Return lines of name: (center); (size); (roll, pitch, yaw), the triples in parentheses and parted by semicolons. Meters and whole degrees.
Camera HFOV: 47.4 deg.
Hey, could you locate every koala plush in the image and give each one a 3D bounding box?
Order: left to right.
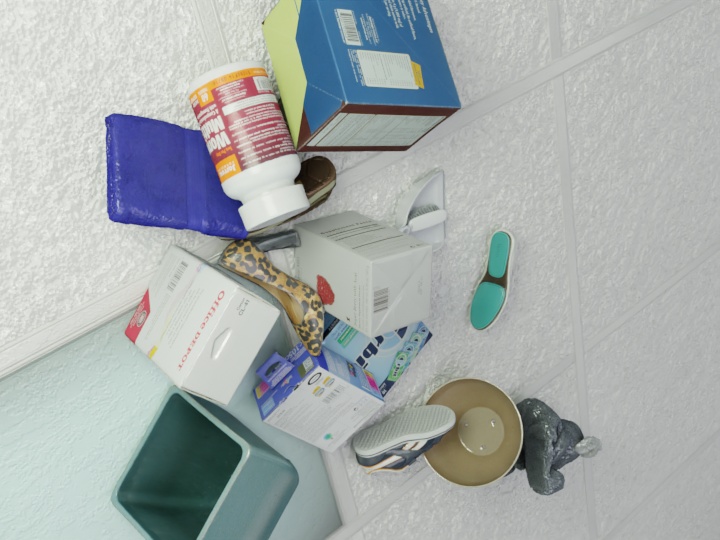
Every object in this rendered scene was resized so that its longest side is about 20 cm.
koala plush: (0.410, 0.366, 1.759); (0.198, 0.177, 0.186); (7, 93, -37)

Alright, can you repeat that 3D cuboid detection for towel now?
towel: (-0.242, -0.120, 1.082); (0.198, 0.049, 0.150); (6, 71, -41)

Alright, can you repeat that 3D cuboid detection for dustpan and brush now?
dustpan and brush: (0.087, -0.078, 1.381); (0.199, 0.057, 0.141); (-21, 120, -32)

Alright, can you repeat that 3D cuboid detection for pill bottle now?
pill bottle: (-0.143, -0.161, 1.075); (0.109, 0.109, 0.202); (-21, 91, -31)

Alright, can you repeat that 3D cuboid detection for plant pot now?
plant pot: (-0.206, 0.318, 1.223); (0.200, 0.195, 0.197); (31, 87, -52)
plant pot: (0.221, 0.312, 1.584); (0.202, 0.199, 0.134); (-62, 159, -1)

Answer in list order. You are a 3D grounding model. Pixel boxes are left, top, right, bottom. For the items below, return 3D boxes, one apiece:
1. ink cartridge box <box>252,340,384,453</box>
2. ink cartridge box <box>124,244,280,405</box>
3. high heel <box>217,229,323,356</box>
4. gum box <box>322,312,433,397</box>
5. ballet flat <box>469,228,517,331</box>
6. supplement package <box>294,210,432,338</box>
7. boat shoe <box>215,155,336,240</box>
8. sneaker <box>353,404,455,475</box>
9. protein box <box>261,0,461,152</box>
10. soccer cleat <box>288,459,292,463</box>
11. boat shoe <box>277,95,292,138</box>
ink cartridge box: (-0.076, 0.197, 1.317); (0.136, 0.077, 0.199); (-45, 132, 13)
ink cartridge box: (-0.217, 0.069, 1.097); (0.085, 0.199, 0.149); (32, 88, -42)
high heel: (-0.133, 0.046, 1.217); (0.142, 0.071, 0.202); (-16, 90, -39)
gum box: (0.018, 0.116, 1.414); (0.170, 0.044, 0.200); (-51, 130, -10)
ballet flat: (0.263, 0.019, 1.570); (0.069, 0.069, 0.202); (3, 105, -40)
supplement package: (0.000, 0.000, 1.247); (0.119, 0.199, 0.123); (-16, 117, -34)
boat shoe: (-0.123, -0.091, 1.197); (0.201, 0.075, 0.075); (-25, 160, -11)
sneaker: (0.084, 0.315, 1.518); (0.198, 0.079, 0.080); (-17, 122, -11)
protein box: (0.001, -0.281, 1.119); (0.198, 0.135, 0.201); (-6, 74, -37)
soccer cleat: (-0.160, 0.406, 1.373); (0.083, 0.064, 0.202); (6, 103, -43)
boat shoe: (-0.052, -0.231, 1.208); (0.199, 0.076, 0.074); (-19, 151, -40)
